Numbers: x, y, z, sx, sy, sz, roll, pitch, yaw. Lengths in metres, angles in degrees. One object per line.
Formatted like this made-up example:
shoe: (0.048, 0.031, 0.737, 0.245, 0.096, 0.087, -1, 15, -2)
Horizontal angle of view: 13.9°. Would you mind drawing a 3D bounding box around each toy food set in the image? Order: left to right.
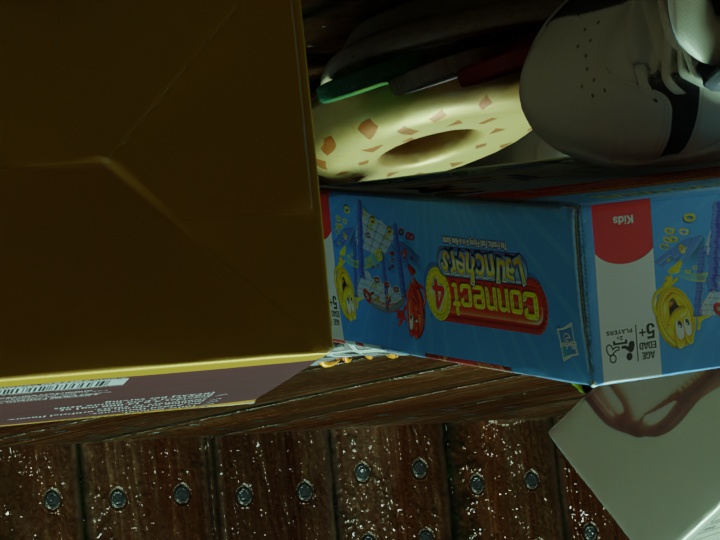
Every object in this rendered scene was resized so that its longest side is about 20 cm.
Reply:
toy food set: (0.078, -0.072, 1.087, 0.199, 0.049, 0.198, -4, 173, -10)

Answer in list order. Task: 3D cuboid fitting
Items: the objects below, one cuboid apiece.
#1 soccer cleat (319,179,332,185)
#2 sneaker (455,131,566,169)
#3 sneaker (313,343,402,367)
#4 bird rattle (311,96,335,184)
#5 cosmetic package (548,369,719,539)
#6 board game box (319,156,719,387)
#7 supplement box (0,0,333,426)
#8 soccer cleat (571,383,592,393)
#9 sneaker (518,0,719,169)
soccer cleat: (-0.083, -0.017, 1.145, 0.199, 0.070, 0.086, 14, 176, 24)
sneaker: (0.055, -0.031, 1.345, 0.080, 0.077, 0.200, 5, 171, -6)
sneaker: (-0.005, 0.013, 1.465, 0.199, 0.078, 0.077, 10, 138, 10)
bird rattle: (0.000, 0.000, 1.262, 0.162, 0.113, 0.200, 11, 166, -12)
cosmetic package: (0.197, 0.039, 1.381, 0.200, 0.087, 0.103, -47, 162, 25)
board game box: (0.110, -0.009, 0.996, 0.199, 0.056, 0.196, -7, -174, -25)
supplement box: (-0.124, -0.019, 1.003, 0.196, 0.133, 0.200, -5, 174, -10)
soccer cleat: (0.134, -0.004, 1.381, 0.081, 0.068, 0.200, -2, 146, -6)
sneaker: (0.103, -0.083, 0.883, 0.199, 0.080, 0.129, -9, 170, 40)
